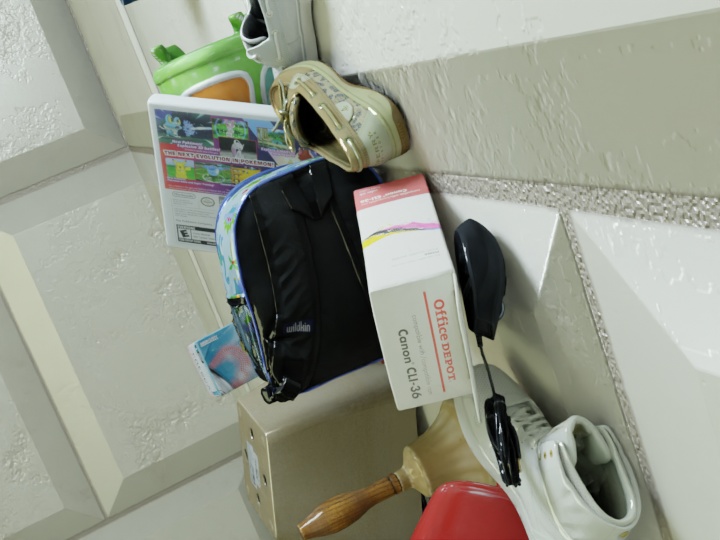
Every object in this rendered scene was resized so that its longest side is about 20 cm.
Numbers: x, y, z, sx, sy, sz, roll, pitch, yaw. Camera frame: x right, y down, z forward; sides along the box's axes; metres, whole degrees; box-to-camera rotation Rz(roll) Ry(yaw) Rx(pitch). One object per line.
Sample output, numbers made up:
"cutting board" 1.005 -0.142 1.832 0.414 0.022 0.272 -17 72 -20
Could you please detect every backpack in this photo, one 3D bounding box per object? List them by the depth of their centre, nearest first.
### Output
"backpack" -0.049 -0.004 0.986 0.147 0.181 0.202 -164 56 -70

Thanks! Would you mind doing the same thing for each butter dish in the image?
"butter dish" 0.121 0.241 0.879 0.197 0.149 0.201 16 152 7

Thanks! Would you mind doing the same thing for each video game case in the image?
"video game case" -0.119 -0.092 1.073 0.023 0.197 0.184 -70 -16 -51

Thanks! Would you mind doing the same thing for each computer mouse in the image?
"computer mouse" 0.102 0.057 0.754 0.059 0.034 0.203 98 164 -77

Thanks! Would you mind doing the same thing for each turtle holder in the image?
"turtle holder" -0.152 -0.199 1.122 0.133 0.140 0.185 67 164 -12

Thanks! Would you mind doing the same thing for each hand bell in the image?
"hand bell" 0.028 0.220 1.027 0.105 0.198 0.105 56 162 28

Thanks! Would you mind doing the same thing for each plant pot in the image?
"plant pot" -0.047 0.223 1.247 0.200 0.175 0.203 -153 56 -65

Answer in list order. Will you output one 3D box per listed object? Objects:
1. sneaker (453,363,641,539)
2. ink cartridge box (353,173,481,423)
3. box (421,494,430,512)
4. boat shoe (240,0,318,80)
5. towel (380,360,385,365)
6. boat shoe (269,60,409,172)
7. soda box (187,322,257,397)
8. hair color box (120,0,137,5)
"sneaker" 0.143 0.127 0.769 0.201 0.073 0.116 60 151 34
"ink cartridge box" 0.043 0.024 0.806 0.201 0.067 0.118 -99 -5 -59
"box" 0.061 0.278 1.328 0.200 0.036 0.145 32 142 63
"boat shoe" -0.082 -0.232 0.965 0.072 0.068 0.201 59 164 23
"towel" 0.000 0.000 1.137 0.202 0.023 0.144 62 163 10
"boat shoe" -0.036 -0.138 0.913 0.199 0.062 0.074 28 144 53
"soda box" -0.081 0.062 1.088 0.064 0.198 0.068 63 160 -1
"hair color box" -0.310 -0.464 1.341 0.202 0.099 0.061 65 167 5
